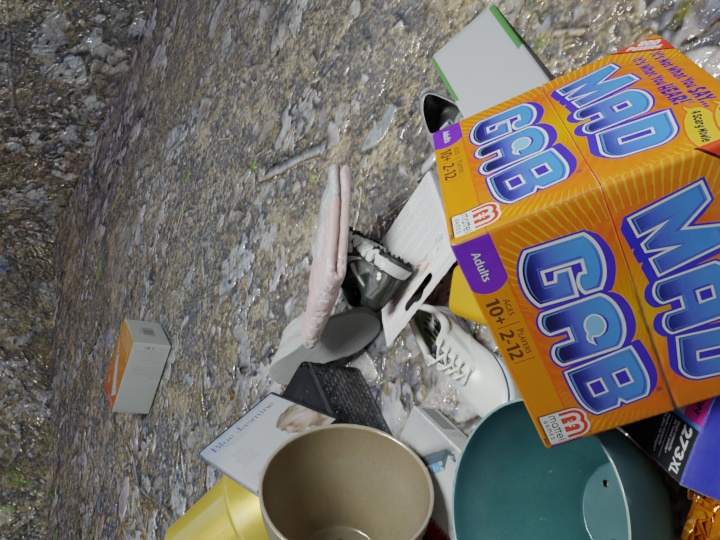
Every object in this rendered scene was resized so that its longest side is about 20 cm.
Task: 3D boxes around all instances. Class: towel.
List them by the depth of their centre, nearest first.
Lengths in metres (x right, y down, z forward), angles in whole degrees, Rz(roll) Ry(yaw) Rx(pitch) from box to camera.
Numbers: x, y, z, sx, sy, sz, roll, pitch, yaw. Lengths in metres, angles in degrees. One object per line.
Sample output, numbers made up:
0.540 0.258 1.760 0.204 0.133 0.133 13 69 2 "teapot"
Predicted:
-0.049 -0.017 0.998 0.200 0.032 0.191 112 164 -56 "towel"

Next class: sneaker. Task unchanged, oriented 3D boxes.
0.113 -0.128 0.795 0.075 0.082 0.200 -41 47 11 "sneaker"
0.116 0.110 0.865 0.200 0.071 0.073 50 121 50 "sneaker"
0.000 0.000 0.961 0.091 0.066 0.200 -61 23 5 "sneaker"
-0.055 0.090 1.123 0.200 0.074 0.116 -29 25 21 "sneaker"

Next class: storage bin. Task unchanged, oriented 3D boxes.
-0.041 0.243 1.038 0.135 0.094 0.200 -59 37 25 "storage bin"

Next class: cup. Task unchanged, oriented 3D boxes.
-0.020 0.304 0.849 0.200 0.200 0.144 -130 37 -50 "cup"

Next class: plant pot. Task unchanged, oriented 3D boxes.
0.198 0.220 0.648 0.200 0.134 0.201 -22 63 52 "plant pot"
-0.166 0.376 1.025 0.189 0.201 0.201 -31 46 4 "plant pot"

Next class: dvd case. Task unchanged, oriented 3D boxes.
-0.127 0.232 0.984 0.200 0.143 0.018 2 126 56 "dvd case"

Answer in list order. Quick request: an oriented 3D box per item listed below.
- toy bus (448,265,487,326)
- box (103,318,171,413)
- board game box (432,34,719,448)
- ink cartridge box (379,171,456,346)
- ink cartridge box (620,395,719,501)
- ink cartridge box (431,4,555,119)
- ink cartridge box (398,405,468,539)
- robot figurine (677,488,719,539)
0.167 0.033 0.800 0.200 0.078 0.065 19 104 56 "toy bus"
-0.566 0.243 1.816 0.124 0.097 0.200 42 115 53 "box"
0.190 -0.026 0.562 0.199 0.200 0.200 -21 29 15 "board game box"
0.080 -0.013 0.939 0.161 0.050 0.200 -56 26 29 "ink cartridge box"
0.268 0.114 0.594 0.200 0.037 0.095 -116 43 -78 "ink cartridge box"
0.179 -0.147 0.730 0.084 0.200 0.145 -38 48 22 "ink cartridge box"
0.099 0.289 0.858 0.200 0.045 0.177 37 110 54 "ink cartridge box"
0.325 0.142 0.552 0.145 0.058 0.201 26 102 58 "robot figurine"
